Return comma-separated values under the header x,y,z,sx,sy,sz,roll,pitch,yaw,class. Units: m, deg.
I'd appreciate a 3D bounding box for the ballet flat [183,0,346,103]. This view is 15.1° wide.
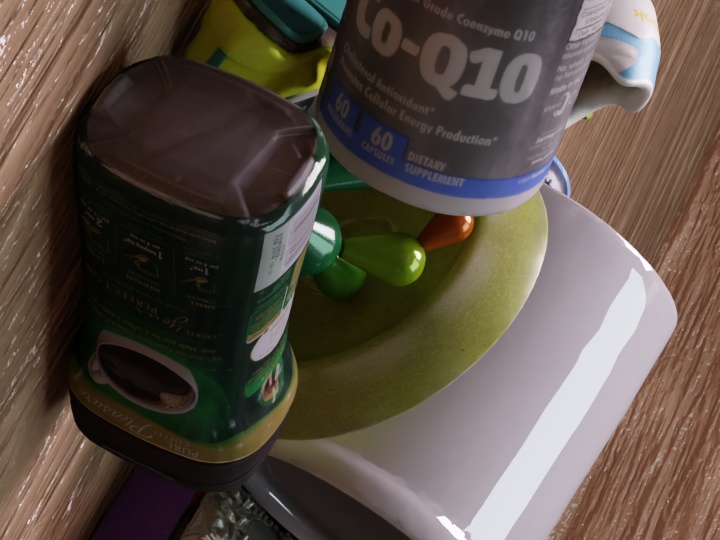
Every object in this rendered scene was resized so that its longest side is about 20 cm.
x,y,z,sx,sy,sz,roll,pitch,yaw,class
-0.036,-0.108,1.290,0.067,0.067,0.200,-49,172,18,ballet flat

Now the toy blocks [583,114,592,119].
x,y,z,sx,sy,sz,roll,pitch,yaw,class
0.055,-0.144,1.509,0.137,0.100,0.201,-38,129,-34,toy blocks

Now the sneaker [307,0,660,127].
x,y,z,sx,sy,sz,roll,pitch,yaw,class
0.055,-0.102,1.390,0.077,0.199,0.081,56,25,-53,sneaker

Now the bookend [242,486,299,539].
x,y,z,sx,sy,sz,roll,pitch,yaw,class
-0.035,0.148,1.667,0.199,0.092,0.201,-47,157,-58,bookend

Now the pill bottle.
x,y,z,sx,sy,sz,roll,pitch,yaw,class
0.057,-0.134,1.189,0.114,0.113,0.201,-52,164,-54,pill bottle

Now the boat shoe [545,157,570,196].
x,y,z,sx,sy,sz,roll,pitch,yaw,class
0.039,0.001,1.583,0.200,0.084,0.069,-39,-179,29,boat shoe

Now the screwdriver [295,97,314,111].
x,y,z,sx,sy,sz,roll,pitch,yaw,class
-0.066,-0.064,1.303,0.029,0.028,0.200,-41,180,28,screwdriver

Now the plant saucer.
x,y,z,sx,sy,sz,roll,pitch,yaw,class
0.000,0.000,1.388,0.031,0.199,0.201,56,49,-36,plant saucer

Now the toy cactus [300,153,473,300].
x,y,z,sx,sy,sz,roll,pitch,yaw,class
-0.035,-0.031,1.288,0.199,0.103,0.165,-34,154,8,toy cactus

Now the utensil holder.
x,y,z,sx,sy,sz,roll,pitch,yaw,class
0.052,0.065,1.444,0.200,0.169,0.170,-55,166,-16,utensil holder

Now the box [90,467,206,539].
x,y,z,sx,sy,sz,roll,pitch,yaw,class
-0.124,0.182,1.440,0.137,0.039,0.200,99,16,-48,box

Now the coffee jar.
x,y,z,sx,sy,sz,roll,pitch,yaw,class
-0.074,0.008,1.184,0.085,0.104,0.201,-55,164,-39,coffee jar

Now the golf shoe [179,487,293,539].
x,y,z,sx,sy,sz,roll,pitch,yaw,class
-0.085,0.171,1.386,0.097,0.078,0.200,-40,179,14,golf shoe
